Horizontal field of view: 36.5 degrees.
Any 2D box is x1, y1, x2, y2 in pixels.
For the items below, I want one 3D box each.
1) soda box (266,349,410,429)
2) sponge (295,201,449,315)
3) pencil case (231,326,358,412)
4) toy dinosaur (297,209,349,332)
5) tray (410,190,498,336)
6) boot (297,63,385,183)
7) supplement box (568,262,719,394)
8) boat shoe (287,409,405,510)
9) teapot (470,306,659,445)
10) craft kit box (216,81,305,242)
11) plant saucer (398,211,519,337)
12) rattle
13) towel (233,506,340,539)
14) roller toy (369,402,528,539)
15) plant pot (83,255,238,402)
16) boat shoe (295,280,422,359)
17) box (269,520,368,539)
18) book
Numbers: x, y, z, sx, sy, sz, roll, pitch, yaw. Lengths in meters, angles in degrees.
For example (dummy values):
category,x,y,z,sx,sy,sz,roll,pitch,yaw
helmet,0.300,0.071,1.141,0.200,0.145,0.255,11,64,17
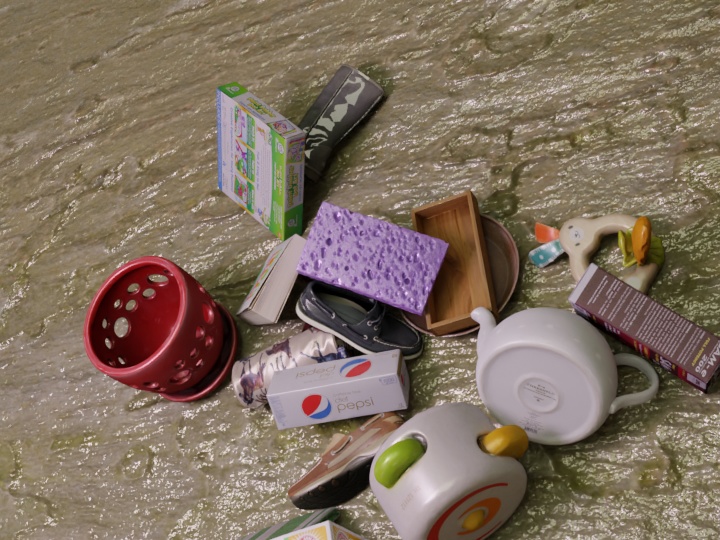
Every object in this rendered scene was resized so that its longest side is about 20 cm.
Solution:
category,x,y,z,sx,sy,sz,roll,pitch,yaw
soda box,-0.031,0.173,1.586,0.199,0.064,0.068,-11,26,12
sponge,0.017,-0.018,1.581,0.199,0.030,0.112,19,79,11
pencil case,-0.100,0.147,1.663,0.199,0.078,0.090,-24,69,16
toy dinosaur,0.000,0.000,1.682,0.181,0.105,0.201,5,103,35
tray,0.136,-0.011,1.596,0.098,0.037,0.201,-18,59,20
boot,-0.081,-0.268,1.853,0.181,0.073,0.201,31,90,16
supplement box,0.370,0.075,1.399,0.199,0.109,0.061,32,88,22
boat shoe,-0.015,0.271,1.567,0.199,0.076,0.074,-30,50,2
teapot,0.259,0.122,1.443,0.197,0.200,0.146,-28,15,39
craft kit box,-0.167,-0.180,1.797,0.048,0.201,0.197,-22,45,-30
plant saucer,0.146,0.010,1.624,0.199,0.037,0.202,-12,61,23
rattle,0.307,-0.039,1.502,0.199,0.143,0.131,27,101,28
towel,-0.137,0.385,1.535,0.199,0.152,0.024,-23,87,17
roller toy,0.119,0.277,1.419,0.199,0.183,0.140,-21,51,-19
plant pot,-0.309,0.101,1.734,0.199,0.182,0.202,-11,62,23
boat shoe,0.004,0.067,1.602,0.198,0.066,0.075,26,45,6
box,-0.033,0.412,1.423,0.101,0.200,0.113,-22,58,17
book,-0.136,0.017,1.695,0.048,0.200,0.134,30,79,-9
